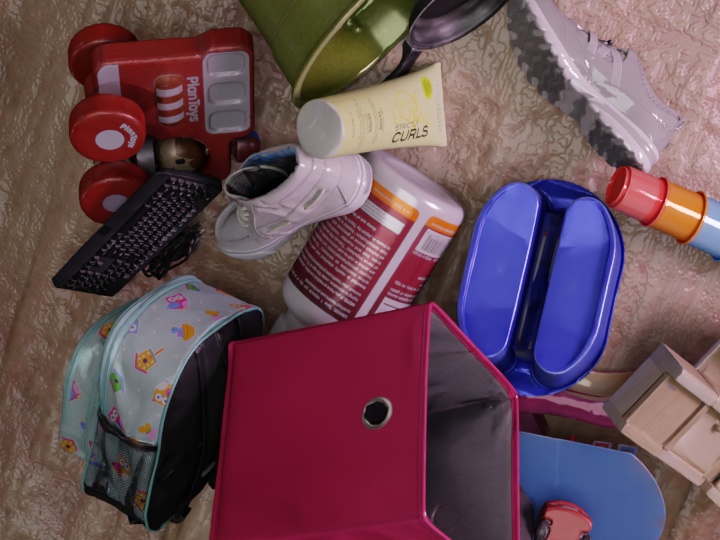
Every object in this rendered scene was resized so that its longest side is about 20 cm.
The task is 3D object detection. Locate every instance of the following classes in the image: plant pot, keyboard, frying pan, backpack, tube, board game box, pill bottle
[{"bbox_3d":[-0.048,-0.278,1.467,0.200,0.200,0.190,-46,81,11],"label":"plant pot"},{"bbox_3d":[-0.190,-0.022,1.530,0.200,0.103,0.040,-39,58,40],"label":"keyboard"},{"bbox_3d":[0.075,-0.218,1.519,0.114,0.190,0.031,-20,71,-33],"label":"frying pan"},{"bbox_3d":[-0.174,0.104,1.522,0.153,0.176,0.201,33,124,19],"label":"backpack"},{"bbox_3d":[0.022,-0.137,1.476,0.052,0.199,0.058,45,121,19],"label":"tube"},{"bbox_3d":[0.189,0.200,1.571,0.198,0.039,0.159,10,133,17],"label":"board game box"},{"bbox_3d":[0.000,0.000,1.534,0.112,0.113,0.201,32,101,-1],"label":"pill bottle"}]

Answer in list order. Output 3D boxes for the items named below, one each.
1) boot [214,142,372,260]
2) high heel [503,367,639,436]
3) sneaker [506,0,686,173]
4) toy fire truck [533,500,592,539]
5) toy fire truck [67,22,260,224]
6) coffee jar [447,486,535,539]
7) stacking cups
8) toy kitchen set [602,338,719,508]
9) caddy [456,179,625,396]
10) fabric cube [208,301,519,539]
[{"bbox_3d":[-0.088,-0.068,1.499,0.199,0.095,0.074,-25,61,41],"label":"boot"},{"bbox_3d":[0.212,0.097,1.557,0.198,0.067,0.097,-14,109,21],"label":"high heel"},{"bbox_3d":[0.209,-0.179,1.517,0.082,0.075,0.200,-40,93,-19],"label":"sneaker"},{"bbox_3d":[0.163,0.306,1.570,0.048,0.141,0.202,17,92,3],"label":"toy fire truck"},{"bbox_3d":[-0.173,-0.131,1.507,0.166,0.113,0.201,-4,141,-5],"label":"toy fire truck"},{"bbox_3d":[0.094,0.290,1.561,0.085,0.104,0.201,20,115,1],"label":"coffee jar"},{"bbox_3d":[0.313,-0.044,1.501,0.199,0.061,0.061,25,102,-15],"label":"stacking cups"},{"bbox_3d":[0.358,0.149,1.460,0.199,0.181,0.163,34,104,-34],"label":"toy kitchen set"},{"bbox_3d":[0.162,0.013,1.524,0.140,0.105,0.202,13,84,12],"label":"caddy"},{"bbox_3d":[0.009,0.167,1.436,0.198,0.200,0.198,-11,57,25],"label":"fabric cube"}]
